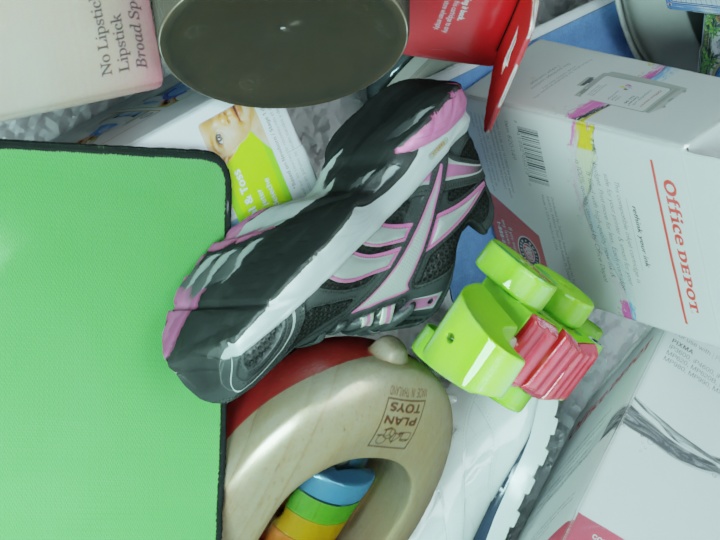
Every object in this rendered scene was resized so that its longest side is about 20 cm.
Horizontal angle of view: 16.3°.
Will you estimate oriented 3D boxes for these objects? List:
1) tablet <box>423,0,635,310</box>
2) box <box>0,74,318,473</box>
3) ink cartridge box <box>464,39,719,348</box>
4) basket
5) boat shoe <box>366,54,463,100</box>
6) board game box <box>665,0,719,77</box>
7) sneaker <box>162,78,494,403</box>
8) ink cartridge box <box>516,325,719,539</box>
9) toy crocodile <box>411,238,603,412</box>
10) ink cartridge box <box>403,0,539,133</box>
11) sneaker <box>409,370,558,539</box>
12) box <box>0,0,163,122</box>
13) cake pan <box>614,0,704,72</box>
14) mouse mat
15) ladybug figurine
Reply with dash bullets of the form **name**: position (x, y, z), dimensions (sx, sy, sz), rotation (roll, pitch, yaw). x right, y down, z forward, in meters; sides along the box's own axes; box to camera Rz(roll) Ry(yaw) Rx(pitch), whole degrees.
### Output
- **tablet**: position (0.106, -0.073, 1.353), dimensions (0.199, 0.014, 0.131), rotation (-28, 120, -34)
- **box**: position (-0.122, -0.003, 1.174), dimensions (0.200, 0.101, 0.113), rotation (-31, 107, -28)
- **ink cartridge box**: position (0.150, -0.037, 1.257), dimensions (0.067, 0.200, 0.117), rotation (-34, 123, -29)
- **basket**: position (-0.039, -0.187, 1.149), dimensions (0.180, 0.135, 0.201), rotation (41, 38, -53)
- **boat shoe**: position (0.062, -0.159, 1.325), dimensions (0.062, 0.073, 0.200), rotation (37, 75, 17)
- **board game box**: position (0.220, -0.138, 1.332), dimensions (0.199, 0.061, 0.201), rotation (-3, 101, -51)
- **sneaker**: position (0.000, 0.000, 1.145), dimensions (0.200, 0.080, 0.087), rotation (-44, 117, -28)
- **ink cartridge box**: position (0.136, 0.132, 1.286), dimensions (0.085, 0.146, 0.200), rotation (30, 54, -2)
- **toy crocodile**: position (0.079, 0.035, 1.203), dimensions (0.068, 0.062, 0.200), rotation (-52, 160, 6)
- **ink cartridge box**: position (0.051, -0.182, 1.230), dimensions (0.067, 0.116, 0.201), rotation (8, 66, -5)
- **sneaker**: position (0.043, 0.096, 1.307), dimensions (0.080, 0.076, 0.201), rotation (24, 77, -22)
- **box**: position (-0.205, -0.123, 1.111), dimensions (0.199, 0.109, 0.129), rotation (-16, 101, -32)
- **cake pan**: position (0.205, -0.193, 1.380), dimensions (0.200, 0.037, 0.201), rotation (-17, 112, -50)
- **mouse mat**: position (-0.127, 0.044, 1.107), dimensions (0.160, 0.008, 0.201), rotation (2, 91, -33)
- **ladybug figurine**: position (-0.032, 0.104, 1.217), dimensions (0.135, 0.072, 0.200), rotation (9, 124, -42)
